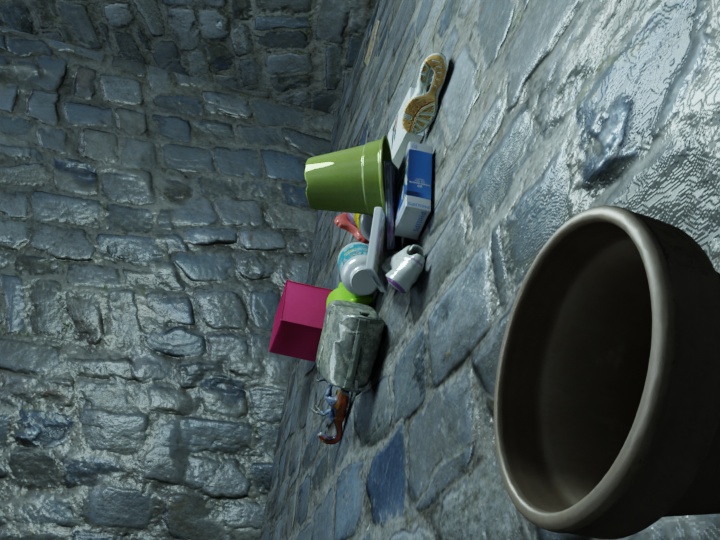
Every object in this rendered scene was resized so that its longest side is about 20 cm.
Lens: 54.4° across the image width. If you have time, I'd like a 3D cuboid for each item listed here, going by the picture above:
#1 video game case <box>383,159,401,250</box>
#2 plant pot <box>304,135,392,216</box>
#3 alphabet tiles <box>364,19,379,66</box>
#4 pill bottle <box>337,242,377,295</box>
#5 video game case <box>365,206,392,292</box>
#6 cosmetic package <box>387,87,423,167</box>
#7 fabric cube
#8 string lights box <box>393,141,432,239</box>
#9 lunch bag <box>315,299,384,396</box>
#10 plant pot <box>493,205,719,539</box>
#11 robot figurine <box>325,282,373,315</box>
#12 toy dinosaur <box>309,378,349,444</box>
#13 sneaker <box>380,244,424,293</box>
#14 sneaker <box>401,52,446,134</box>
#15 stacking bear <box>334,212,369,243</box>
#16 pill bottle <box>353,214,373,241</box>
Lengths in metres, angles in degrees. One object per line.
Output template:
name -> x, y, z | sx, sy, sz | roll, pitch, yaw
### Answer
video game case -> 0.076, -0.145, 1.622 | 0.143, 0.019, 0.200 | 0, -92, -79
plant pot -> -0.026, -0.209, 1.648 | 0.200, 0.190, 0.200 | -3, -90, -79
alphabet tiles -> 0.053, -1.042, 3.202 | 0.167, 0.008, 0.200 | -100, 25, -67
pill bottle -> 0.000, 0.000, 1.868 | 0.200, 0.111, 0.111 | -111, 35, -71
video game case -> 0.047, -0.043, 1.590 | 0.200, 0.018, 0.143 | 55, -139, -71
cosmetic package -> 0.117, -0.357, 1.847 | 0.200, 0.052, 0.151 | 120, 158, -59
fabric cube -> -0.208, 0.184, 2.553 | 0.199, 0.196, 0.200 | 112, 167, -44
string lights box -> 0.119, -0.180, 1.568 | 0.103, 0.059, 0.200 | 111, 168, -52
lunch bag -> -0.024, 0.183, 1.681 | 0.168, 0.139, 0.200 | -137, 60, -79
plant pot -> 0.203, 0.073, 0.444 | 0.200, 0.175, 0.200 | -168, 90, -80
robot figurine -> -0.036, 0.124, 1.896 | 0.200, 0.116, 0.176 | -89, 24, -50
toy dinosaur -> -0.071, 0.376, 1.877 | 0.200, 0.105, 0.182 | -21, 77, 64
sneaker -> 0.100, -0.009, 1.499 | 0.100, 0.075, 0.200 | -52, 9, 4
sneaker -> 0.161, -0.420, 1.668 | 0.088, 0.076, 0.200 | -64, -2, -56
stacking bear -> 0.031, -0.196, 1.967 | 0.200, 0.121, 0.114 | -60, -9, 30
pill bottle -> 0.040, -0.137, 1.819 | 0.200, 0.109, 0.109 | -117, 41, -75
